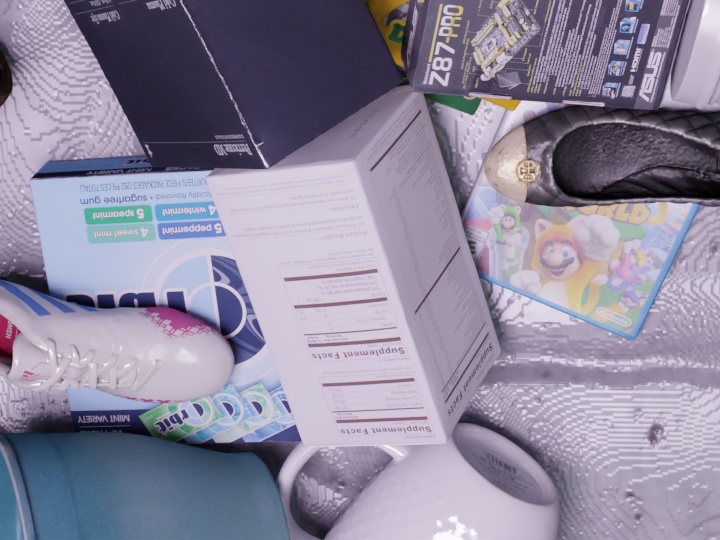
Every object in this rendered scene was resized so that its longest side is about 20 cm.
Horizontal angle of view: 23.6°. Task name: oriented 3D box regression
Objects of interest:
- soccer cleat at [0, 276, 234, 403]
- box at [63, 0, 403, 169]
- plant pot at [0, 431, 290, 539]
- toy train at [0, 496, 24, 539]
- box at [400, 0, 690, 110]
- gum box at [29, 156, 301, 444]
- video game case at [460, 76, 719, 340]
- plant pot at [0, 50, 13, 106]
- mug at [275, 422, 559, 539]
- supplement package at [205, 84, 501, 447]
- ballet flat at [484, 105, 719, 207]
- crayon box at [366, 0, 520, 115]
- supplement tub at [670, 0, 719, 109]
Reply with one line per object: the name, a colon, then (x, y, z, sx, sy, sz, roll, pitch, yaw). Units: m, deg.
soccer cleat: (-0.185, 0.058, 1.143, 0.198, 0.086, 0.071, 11, 113, 5)
box: (-0.094, -0.164, 1.022, 0.104, 0.200, 0.183, -32, 107, -20)
plant pot: (-0.151, 0.200, 1.166, 0.186, 0.200, 0.202, -4, 114, -23)
toy train: (-0.307, 0.155, 1.252, 0.113, 0.085, 0.201, -31, 103, 5)
box: (0.118, -0.193, 0.992, 0.159, 0.049, 0.202, 1, 125, -13)
gum box: (-0.127, 0.022, 1.191, 0.168, 0.045, 0.202, -3, 110, 10)
video game case: (0.156, -0.067, 1.132, 0.142, 0.018, 0.201, 22, 112, -1)
plant pot: (-0.340, -0.098, 1.103, 0.198, 0.200, 0.200, -42, 101, 12)
mug: (0.031, 0.185, 1.182, 0.199, 0.148, 0.176, 34, 108, 2)
supplement package: (0.000, 0.000, 1.106, 0.109, 0.114, 0.202, -4, 117, 29)
ballet flat: (0.176, -0.070, 1.087, 0.198, 0.057, 0.067, -2, 110, 9)
crayon box: (0.071, -0.183, 1.052, 0.126, 0.051, 0.201, 17, 121, -23)
supplement tub: (0.293, -0.141, 1.016, 0.198, 0.145, 0.146, 12, 113, 3)
